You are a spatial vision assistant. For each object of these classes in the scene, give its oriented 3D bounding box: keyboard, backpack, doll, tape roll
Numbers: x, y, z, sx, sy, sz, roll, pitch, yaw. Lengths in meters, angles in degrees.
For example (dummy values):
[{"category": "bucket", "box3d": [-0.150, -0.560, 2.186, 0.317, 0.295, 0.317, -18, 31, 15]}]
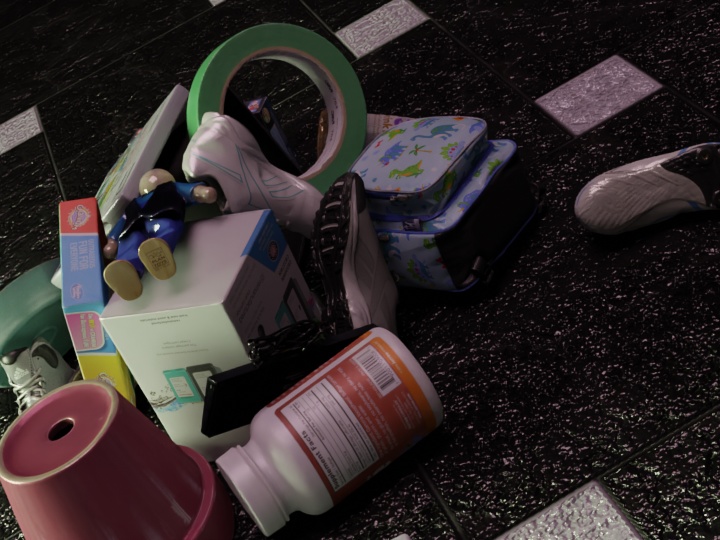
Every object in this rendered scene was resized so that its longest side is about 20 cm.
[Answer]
[{"category": "keyboard", "box3d": [-0.066, 0.085, 1.261, 0.198, 0.105, 0.040, -17, 47, -36]}, {"category": "backpack", "box3d": [0.066, -0.076, 1.452, 0.198, 0.148, 0.183, -2, 36, 41]}, {"category": "doll", "box3d": [-0.202, -0.047, 1.317, 0.135, 0.049, 0.201, -30, 25, 10]}, {"category": "tape roll", "box3d": [-0.091, -0.168, 1.476, 0.200, 0.201, 0.048, -39, 11, -19]}]

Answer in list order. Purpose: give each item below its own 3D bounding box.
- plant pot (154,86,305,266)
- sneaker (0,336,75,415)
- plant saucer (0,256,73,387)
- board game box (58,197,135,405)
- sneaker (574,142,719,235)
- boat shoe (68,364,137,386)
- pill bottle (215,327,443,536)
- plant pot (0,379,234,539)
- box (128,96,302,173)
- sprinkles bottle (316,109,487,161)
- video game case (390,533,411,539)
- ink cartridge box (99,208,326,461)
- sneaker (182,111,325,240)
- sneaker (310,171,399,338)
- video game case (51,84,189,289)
[{"category": "plant pot", "box3d": [-0.191, -0.074, 1.602, 0.176, 0.200, 0.201, -27, 30, 26]}, {"category": "sneaker", "box3d": [-0.368, 0.150, 1.475, 0.074, 0.116, 0.201, -19, 33, 11]}, {"category": "plant saucer", "box3d": [-0.381, 0.071, 1.567, 0.036, 0.201, 0.200, 42, 68, 17]}, {"category": "board game box", "box3d": [-0.273, 0.050, 1.392, 0.040, 0.202, 0.154, -9, 46, -5]}, {"category": "sneaker", "box3d": [0.316, -0.087, 1.365, 0.197, 0.073, 0.072, -13, 8, 9]}, {"category": "boat shoe", "box3d": [-0.286, 0.102, 1.530, 0.071, 0.065, 0.201, -10, 37, 25]}, {"category": "pill bottle", "box3d": [-0.030, 0.152, 1.235, 0.199, 0.113, 0.112, -35, 33, -12]}, {"category": "plant pot", "box3d": [-0.240, 0.210, 1.244, 0.198, 0.180, 0.201, -19, 34, 13]}, {"category": "box", "box3d": [-0.183, -0.137, 1.721, 0.198, 0.138, 0.038, -10, 36, 24]}, {"category": "sprinkles bottle", "box3d": [0.049, -0.147, 1.566, 0.197, 0.069, 0.069, 4, 37, 1]}, {"category": "video game case", "box3d": [-0.025, 0.321, 1.082, 0.198, 0.024, 0.182, -26, 32, 1]}, {"category": "ink cartridge box", "box3d": [-0.134, 0.069, 1.341, 0.144, 0.201, 0.148, -7, 36, 25]}, {"category": "sneaker", "box3d": [-0.104, -0.075, 1.401, 0.081, 0.200, 0.070, -59, 18, -22]}, {"category": "sneaker", "box3d": [0.000, 0.000, 1.373, 0.078, 0.203, 0.074, -5, -2, -31]}, {"category": "video game case", "box3d": [-0.271, -0.095, 1.514, 0.182, 0.022, 0.201, -42, 22, 41]}]
